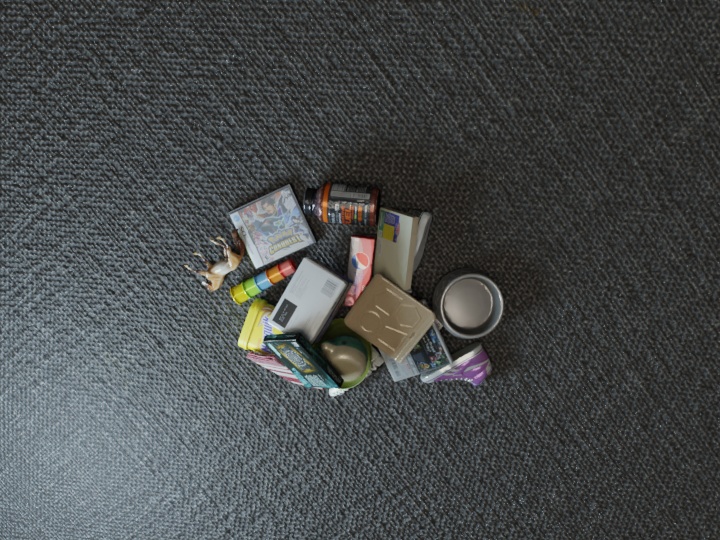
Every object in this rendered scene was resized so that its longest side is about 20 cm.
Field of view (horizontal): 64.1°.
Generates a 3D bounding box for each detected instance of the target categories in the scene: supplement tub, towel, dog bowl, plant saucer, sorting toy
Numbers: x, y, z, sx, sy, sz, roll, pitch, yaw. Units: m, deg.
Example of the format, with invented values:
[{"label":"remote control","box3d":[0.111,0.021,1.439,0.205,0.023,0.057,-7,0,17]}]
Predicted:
[{"label":"supplement tub","box3d":[-0.049,-0.178,1.543,0.199,0.107,0.107,5,104,7]},{"label":"towel","box3d":[-0.210,0.284,1.633,0.200,0.144,0.023,39,65,-37]},{"label":"dog bowl","box3d":[0.299,0.093,1.569,0.199,0.059,0.201,0,95,-2]},{"label":"plant saucer","box3d":[-0.049,0.238,1.650,0.199,0.031,0.201,-3,83,27]},{"label":"sorting toy","box3d":[0.079,0.129,1.562,0.200,0.036,0.185,37,115,4]}]

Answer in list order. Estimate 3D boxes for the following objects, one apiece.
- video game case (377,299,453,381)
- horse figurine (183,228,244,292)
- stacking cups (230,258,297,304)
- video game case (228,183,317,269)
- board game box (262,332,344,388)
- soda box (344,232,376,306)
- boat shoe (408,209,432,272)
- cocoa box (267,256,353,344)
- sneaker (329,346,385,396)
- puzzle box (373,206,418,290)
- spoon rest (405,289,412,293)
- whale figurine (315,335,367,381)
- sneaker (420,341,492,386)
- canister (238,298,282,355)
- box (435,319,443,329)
[{"label":"video game case","box3d":[0.136,0.198,1.602,0.181,0.023,0.201,-21,103,20]},{"label":"horse figurine","box3d":[-0.399,-0.027,1.635,0.200,0.050,0.133,-39,123,10]},{"label":"stacking cups","box3d":[-0.277,0.025,1.651,0.200,0.061,0.061,-30,98,9]},{"label":"video game case","box3d":[-0.247,-0.123,1.623,0.199,0.026,0.181,-23,100,12]},{"label":"board game box","box3d":[-0.150,0.237,1.500,0.135,0.028,0.200,-8,130,41]},{"label":"soda box","box3d":[0.000,0.000,1.602,0.070,0.063,0.201,7,104,5]},{"label":"boat shoe","box3d":[0.135,-0.072,1.572,0.071,0.072,0.201,23,105,21]},{"label":"cocoa box","box3d":[-0.129,0.082,1.532,0.133,0.131,0.201,31,94,9]},{"label":"sneaker","box3d":[-0.020,0.294,1.681,0.200,0.075,0.081,-40,79,14]},{"label":"puzzle box","box3d":[0.094,-0.061,1.547,0.133,0.025,0.201,26,116,47]},{"label":"spoon rest","box3d":[0.111,0.128,1.631,0.099,0.061,0.201,14,118,5]},{"label":"whale figurine","box3d":[-0.078,0.233,1.573,0.199,0.104,0.159,-3,135,14]},{"label":"sneaker","box3d":[0.278,0.298,1.638,0.200,0.073,0.115,-27,103,13]},{"label":"canister","box3d":[-0.231,0.183,1.652,0.199,0.087,0.149,20,94,6]},{"label":"box","box3d":[0.169,0.202,1.643,0.041,0.039,0.200,37,105,-1]}]
